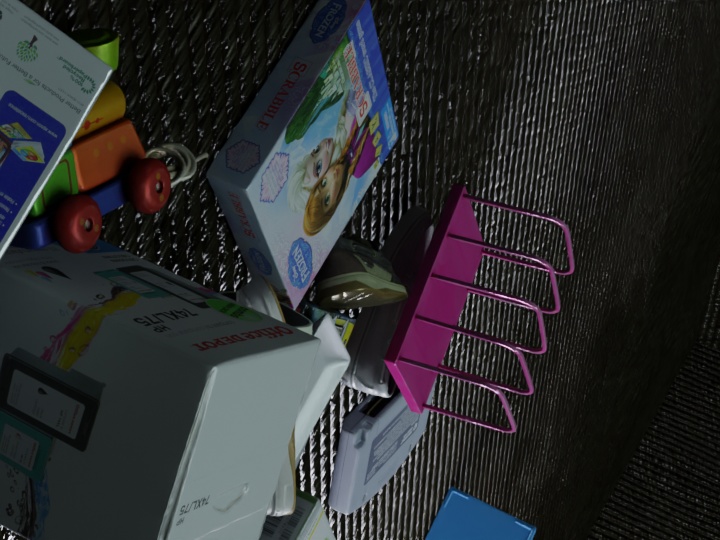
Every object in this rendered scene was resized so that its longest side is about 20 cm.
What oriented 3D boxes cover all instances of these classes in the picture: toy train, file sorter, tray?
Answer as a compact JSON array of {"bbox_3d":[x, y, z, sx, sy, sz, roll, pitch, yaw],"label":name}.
[{"bbox_3d":[-0.158,-0.096,0.896,0.200,0.084,0.117,-37,131,-54],"label":"toy train"},{"bbox_3d":[0.128,0.044,1.481,0.139,0.124,0.202,63,46,-61],"label":"file sorter"},{"bbox_3d":[-0.073,0.139,1.305,0.201,0.022,0.108,-60,158,-19],"label":"tray"},{"bbox_3d":[0.155,0.448,2.134,0.201,0.138,0.123,-61,161,-16],"label":"file sorter"}]

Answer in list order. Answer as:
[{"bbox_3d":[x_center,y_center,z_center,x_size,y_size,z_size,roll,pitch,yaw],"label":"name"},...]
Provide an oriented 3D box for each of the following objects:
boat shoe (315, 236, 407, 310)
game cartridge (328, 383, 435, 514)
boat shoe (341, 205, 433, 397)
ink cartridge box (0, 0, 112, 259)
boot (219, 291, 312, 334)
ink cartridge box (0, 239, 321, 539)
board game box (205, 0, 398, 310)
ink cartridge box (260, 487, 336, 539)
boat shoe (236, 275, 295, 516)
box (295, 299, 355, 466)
[{"bbox_3d":[-0.001,0.000,1.386,0.201,0.071,0.067,11,68,-77],"label":"boat shoe"},{"bbox_3d":[0.026,0.190,1.694,0.200,0.041,0.134,-39,142,-52],"label":"game cartridge"},{"bbox_3d":[0.042,0.035,1.528,0.202,0.068,0.072,-66,159,-5],"label":"boat shoe"},{"bbox_3d":[-0.220,-0.049,0.758,0.099,0.039,0.201,36,72,-24],"label":"ink cartridge box"},{"bbox_3d":[-0.121,0.099,1.192,0.199,0.072,0.146,-10,121,-57],"label":"boot"},{"bbox_3d":[-0.155,0.079,0.895,0.146,0.198,0.147,-9,119,-67],"label":"ink cartridge box"},{"bbox_3d":[-0.041,-0.098,1.225,0.201,0.041,0.201,-60,158,-21],"label":"board game box"},{"bbox_3d":[-0.075,0.308,1.524,0.104,0.059,0.201,-58,157,-24],"label":"ink cartridge box"},{"bbox_3d":[-0.088,0.104,1.115,0.069,0.071,0.202,-8,113,-16],"label":"boat shoe"},{"bbox_3d":[-0.078,0.125,1.361,0.202,0.037,0.136,-68,159,0],"label":"box"}]
